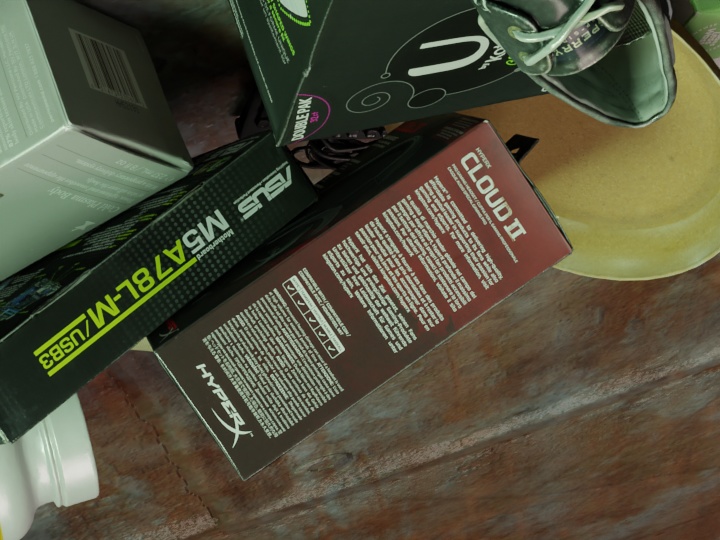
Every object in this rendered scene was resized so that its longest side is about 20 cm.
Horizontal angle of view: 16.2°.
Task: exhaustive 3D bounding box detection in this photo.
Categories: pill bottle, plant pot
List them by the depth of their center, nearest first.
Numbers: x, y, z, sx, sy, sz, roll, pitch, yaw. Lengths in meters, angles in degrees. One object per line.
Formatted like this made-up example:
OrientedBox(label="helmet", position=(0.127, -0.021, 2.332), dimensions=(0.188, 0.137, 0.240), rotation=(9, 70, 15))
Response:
OrientedBox(label="plant pot", position=(0.099, -0.077, 1.214), dimensions=(0.028, 0.200, 0.200), rotation=(-58, -177, -35))
OrientedBox(label="pill bottle", position=(-0.257, 0.115, 1.449), dimensions=(0.199, 0.113, 0.113), rotation=(-14, 158, -11))

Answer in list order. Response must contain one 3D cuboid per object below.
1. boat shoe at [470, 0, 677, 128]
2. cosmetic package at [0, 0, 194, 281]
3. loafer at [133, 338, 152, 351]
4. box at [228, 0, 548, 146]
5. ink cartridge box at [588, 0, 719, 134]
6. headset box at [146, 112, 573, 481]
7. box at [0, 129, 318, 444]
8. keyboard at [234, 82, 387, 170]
OrientedBox(label="boat shoe", position=(0.075, -0.106, 0.911), dimensions=(0.072, 0.071, 0.200), rotation=(-28, 155, 21))
OrientedBox(label="cosmetic package", position=(-0.193, -0.044, 1.160), dimensions=(0.200, 0.091, 0.107), rotation=(-32, 158, 22))
OrientedBox(label="loafer", position=(-0.094, 0.017, 1.392), dimensions=(0.199, 0.068, 0.076), rotation=(-14, 156, -29))
OrientedBox(label="box", position=(0.033, -0.160, 1.015), dimensions=(0.148, 0.125, 0.200), rotation=(-12, 159, -19))
OrientedBox(label="ink cartridge box", position=(0.212, -0.129, 1.249), dimensions=(0.199, 0.068, 0.117), rotation=(-7, 156, -27))
OrientedBox(label="headset box", position=(0.000, 0.000, 1.165), dimensions=(0.200, 0.077, 0.149), rotation=(-36, -170, -3))
OrientedBox(label="box", position=(-0.138, 0.015, 1.190), dimensions=(0.193, 0.048, 0.200), rotation=(-42, -167, -26))
OrientedBox(label="keyboard", position=(0.038, -0.073, 1.298), dimensions=(0.199, 0.040, 0.104), rotation=(0, 156, -15))
